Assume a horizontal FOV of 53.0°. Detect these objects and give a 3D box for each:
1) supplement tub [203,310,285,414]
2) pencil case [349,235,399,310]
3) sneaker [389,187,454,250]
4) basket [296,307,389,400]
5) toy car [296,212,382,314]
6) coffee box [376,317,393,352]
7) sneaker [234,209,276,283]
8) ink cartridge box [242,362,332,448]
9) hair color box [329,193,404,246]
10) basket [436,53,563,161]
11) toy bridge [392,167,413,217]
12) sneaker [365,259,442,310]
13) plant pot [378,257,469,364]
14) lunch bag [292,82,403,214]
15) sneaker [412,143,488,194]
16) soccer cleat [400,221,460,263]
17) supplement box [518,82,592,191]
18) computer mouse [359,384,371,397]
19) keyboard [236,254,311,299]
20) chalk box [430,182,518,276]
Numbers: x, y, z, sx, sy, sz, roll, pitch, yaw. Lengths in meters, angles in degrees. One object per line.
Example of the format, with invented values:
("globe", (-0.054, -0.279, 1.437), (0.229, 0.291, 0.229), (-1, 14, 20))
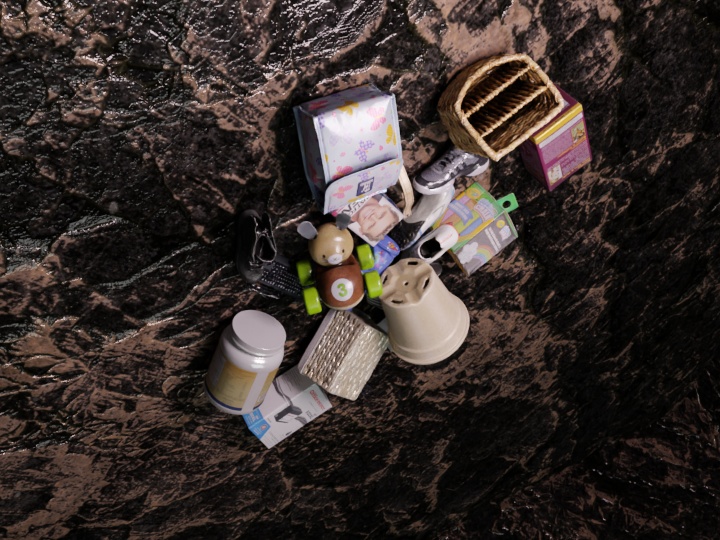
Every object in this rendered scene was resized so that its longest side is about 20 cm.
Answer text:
("supplement tub", (-0.252, 0.201, 1.586), (0.143, 0.145, 0.201), (-1, 130, -38))
("pencil case", (0.000, 0.000, 1.634), (0.200, 0.087, 0.078), (-49, -177, 17))
("sneaker", (0.141, -0.119, 1.628), (0.200, 0.072, 0.072), (-50, 148, 21))
("basket", (-0.035, 0.198, 1.735), (0.135, 0.123, 0.201), (28, 94, -50))
("toy car", (-0.055, -0.033, 1.469), (0.162, 0.159, 0.201), (-15, 138, -3))
("coffee box", (0.138, 0.115, 1.832), (0.199, 0.080, 0.114), (-40, 169, 3))
("sneaker", (-0.201, -0.037, 1.398), (0.059, 0.104, 0.202), (-14, 130, -24))
("ink cartridge box", (-0.190, 0.342, 1.834), (0.199, 0.084, 0.146), (-33, 142, -6))
("hair color box", (0.000, -0.137, 1.502), (0.100, 0.061, 0.200), (-44, 143, 9))
("basket", (0.269, -0.332, 1.408), (0.199, 0.149, 0.143), (-36, 118, -10))
("toy bridge", (0.085, -0.180, 1.519), (0.027, 0.067, 0.201), (-29, 143, -10))
("sneaker", (0.100, 0.033, 1.766), (0.198, 0.076, 0.116), (-15, 147, -15))
("plant pot", (0.127, 0.077, 1.626), (0.199, 0.201, 0.184), (-34, 135, -3))
("lunch bag", (-0.014, -0.218, 1.324), (0.168, 0.127, 0.202), (-20, 124, -20))
("sneaker", (0.195, -0.243, 1.539), (0.199, 0.076, 0.115), (-26, 141, -24))
("soccer cleat", (0.143, -0.044, 1.636), (0.085, 0.069, 0.199), (-37, -177, -41))
("supplement box", (0.436, -0.300, 1.644), (0.130, 0.103, 0.200), (-37, 142, -1))
("computer mouse", (-0.023, 0.307, 1.982), (0.059, 0.034, 0.200), (-53, 148, -6))
("keyboard", (-0.176, 0.025, 1.549), (0.104, 0.040, 0.199), (-48, 141, 13))
("chalk box", (0.281, -0.112, 1.704), (0.199, 0.124, 0.125), (-39, 142, 2))
